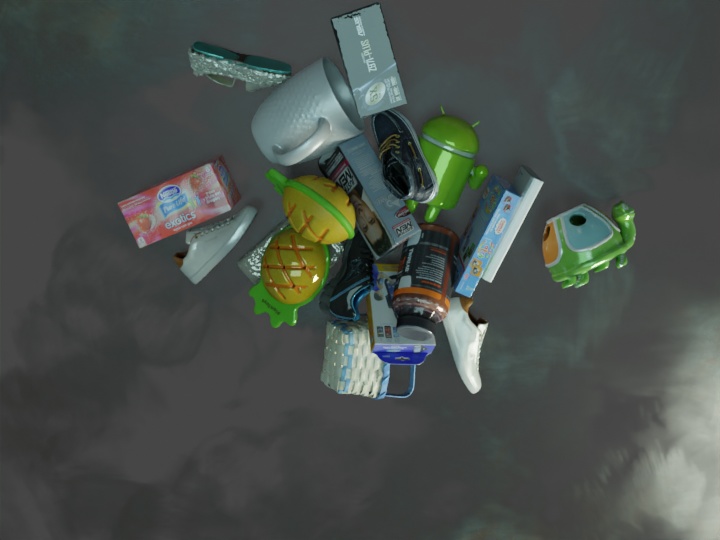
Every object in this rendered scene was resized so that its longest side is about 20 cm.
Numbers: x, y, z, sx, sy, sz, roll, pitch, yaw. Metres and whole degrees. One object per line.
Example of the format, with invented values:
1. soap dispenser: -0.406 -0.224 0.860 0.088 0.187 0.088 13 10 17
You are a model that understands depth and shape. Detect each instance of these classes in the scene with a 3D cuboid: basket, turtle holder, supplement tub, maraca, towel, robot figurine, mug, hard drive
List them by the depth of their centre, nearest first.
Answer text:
1. mug: -0.101 -0.256 1.350 0.174 0.201 0.148 -27 124 17
2. maraca: -0.090 -0.118 1.362 0.199 0.137 0.107 33 75 27
3. supplement tub: 0.116 0.023 1.391 0.105 0.107 0.202 14 66 -1
4. robot figurine: 0.145 -0.192 1.398 0.174 0.116 0.202 23 107 4
5. hard drive: 0.270 -0.089 1.413 0.026 0.132 0.202 24 107 -5
6. turtle holder: 0.424 -0.057 1.414 0.184 0.141 0.133 -26 87 19
7. maraca: -0.134 0.011 1.440 0.136 0.107 0.201 35 103 18
8. basket: 0.027 0.163 1.506 0.197 0.139 0.179 5 97 -23
9. towel: -0.134 -0.028 1.506 0.199 0.035 0.133 -39 100 14

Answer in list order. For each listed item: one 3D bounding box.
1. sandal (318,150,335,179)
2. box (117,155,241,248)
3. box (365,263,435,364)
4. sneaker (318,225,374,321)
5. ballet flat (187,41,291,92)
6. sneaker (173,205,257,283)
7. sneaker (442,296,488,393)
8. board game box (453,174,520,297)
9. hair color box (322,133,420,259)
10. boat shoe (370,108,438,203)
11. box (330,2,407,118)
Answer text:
1. sandal: -0.006 -0.145 1.456 0.075 0.045 0.200 -42 100 12
2. box: -0.339 -0.132 1.450 0.198 0.103 0.096 -21 104 10
3. box: 0.072 0.080 1.440 0.117 0.202 0.042 2 145 -12
4. sneaker: 0.000 0.000 1.435 0.081 0.073 0.202 23 87 27
5. ballet flat: -0.219 -0.365 1.398 0.197 0.072 0.073 16 107 4
6. sneaker: -0.285 -0.066 1.473 0.200 0.073 0.085 -43 103 15
7. sneaker: 0.222 0.147 1.518 0.084 0.073 0.202 -16 104 10
8. board game box: 0.224 -0.068 1.413 0.036 0.152 0.202 22 107 -6
9. hair color box: 0.017 -0.131 1.377 0.060 0.099 0.201 -29 86 -26
10. boat shoe: 0.061 -0.208 1.330 0.071 0.090 0.202 -40 70 30
11. box: 0.016 -0.361 1.310 0.085 0.200 0.166 -16 106 6
